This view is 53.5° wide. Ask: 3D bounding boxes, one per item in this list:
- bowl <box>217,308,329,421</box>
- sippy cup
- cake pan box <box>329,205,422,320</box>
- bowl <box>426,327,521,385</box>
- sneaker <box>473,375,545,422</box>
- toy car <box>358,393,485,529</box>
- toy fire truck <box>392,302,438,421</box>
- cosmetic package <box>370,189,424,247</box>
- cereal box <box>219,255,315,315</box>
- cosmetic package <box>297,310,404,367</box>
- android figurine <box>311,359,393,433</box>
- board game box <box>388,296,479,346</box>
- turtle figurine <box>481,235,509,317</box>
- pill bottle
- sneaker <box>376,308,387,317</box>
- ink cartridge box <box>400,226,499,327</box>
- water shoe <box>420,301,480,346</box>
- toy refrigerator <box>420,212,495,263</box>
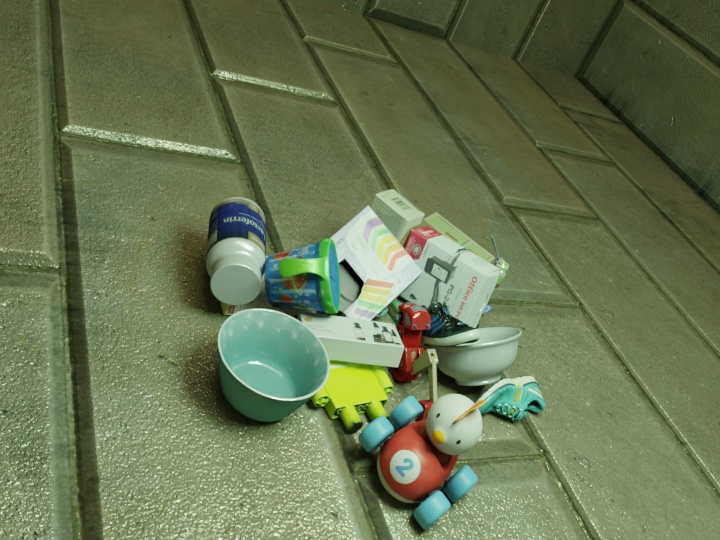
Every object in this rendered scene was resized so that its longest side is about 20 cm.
[{"bbox_3d":[-0.159,0.172,1.209,0.196,0.106,0.203,18,35,-13],"label":"bowl"},{"bbox_3d":[-0.109,0.015,1.331,0.126,0.181,0.142,-4,42,7],"label":"sippy cup"},{"bbox_3d":[0.000,0.000,1.473,0.199,0.052,0.185,-39,84,-15],"label":"cake pan box"},{"bbox_3d":[0.235,0.178,1.454,0.195,0.093,0.201,-8,3,0],"label":"bowl"},{"bbox_3d":[0.303,0.264,1.445,0.196,0.078,0.081,-4,56,-36],"label":"sneaker"},{"bbox_3d":[0.130,0.273,1.170,0.175,0.201,0.185,-20,63,-48],"label":"toy car"},{"bbox_3d":[0.112,0.174,1.357,0.047,0.207,0.140,1,10,-27],"label":"toy fire truck"},{"bbox_3d":[0.053,-0.063,1.578,0.105,0.203,0.070,40,36,23],"label":"cosmetic package"},{"bbox_3d":[-0.194,0.029,1.433,0.195,0.040,0.145,4,40,-30],"label":"cereal box"},{"bbox_3d":[-0.022,0.128,1.340,0.194,0.052,0.083,9,25,-18],"label":"cosmetic package"},{"bbox_3d":[-0.026,0.204,1.321,0.178,0.042,0.202,0,44,-35],"label":"android figurine"},{"bbox_3d":[0.158,0.099,1.597,0.196,0.030,0.135,-6,46,-40],"label":"board game box"},{"bbox_3d":[0.268,-0.007,1.663,0.203,0.142,0.194,59,11,2],"label":"turtle figurine"},{"bbox_3d":[-0.234,-0.037,1.354,0.113,0.117,0.203,13,37,-19],"label":"pill bottle"},{"bbox_3d":[-0.016,0.018,1.525,0.199,0.093,0.077,38,36,16],"label":"sneaker"},{"bbox_3d":[0.179,0.019,1.533,0.198,0.148,0.083,32,22,25],"label":"ink cartridge box"},{"bbox_3d":[0.154,0.102,1.393,0.070,0.082,0.198,-4,0,-32],"label":"water shoe"},{"bbox_3d":[0.241,-0.061,1.828,0.199,0.071,0.075,40,35,17],"label":"toy refrigerator"}]
